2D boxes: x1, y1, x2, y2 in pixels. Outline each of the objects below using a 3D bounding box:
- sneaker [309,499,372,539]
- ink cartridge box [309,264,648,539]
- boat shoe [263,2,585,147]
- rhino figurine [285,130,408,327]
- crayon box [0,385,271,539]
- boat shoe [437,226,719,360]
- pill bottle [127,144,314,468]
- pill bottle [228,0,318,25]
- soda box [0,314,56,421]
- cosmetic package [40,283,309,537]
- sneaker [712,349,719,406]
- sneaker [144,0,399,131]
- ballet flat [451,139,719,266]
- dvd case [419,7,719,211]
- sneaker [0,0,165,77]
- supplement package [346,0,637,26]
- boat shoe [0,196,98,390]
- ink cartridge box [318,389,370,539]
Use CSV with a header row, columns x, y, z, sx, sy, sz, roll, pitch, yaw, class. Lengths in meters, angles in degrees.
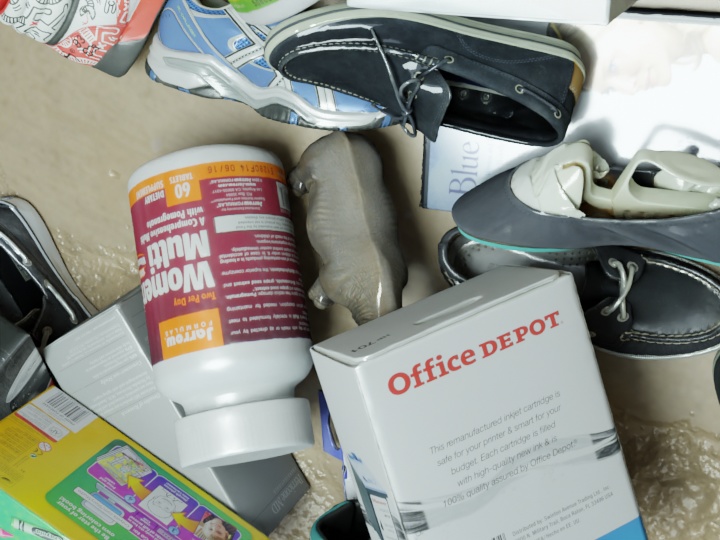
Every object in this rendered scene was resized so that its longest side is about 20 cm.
x,y,z,sx,sy,sz,roll,pitch,yaw,class
-0.013,0.200,0.884,0.080,0.072,0.200,39,122,-12,sneaker
0.074,0.115,0.777,0.146,0.086,0.201,-21,100,-18,ink cartridge box
0.039,-0.115,0.796,0.198,0.075,0.063,9,69,-5,boat shoe
0.000,0.000,0.850,0.088,0.059,0.201,121,138,-62,rhino figurine
-0.168,0.172,0.867,0.199,0.119,0.058,34,116,9,crayon box
0.145,0.008,0.844,0.199,0.060,0.074,17,86,15,boat shoe
-0.091,0.026,0.881,0.109,0.109,0.202,-14,78,23,pill bottle
-0.079,-0.256,0.773,0.110,0.111,0.200,-24,119,24,pill bottle
-0.265,0.094,0.954,0.063,0.071,0.200,33,158,14,soda box
-0.132,0.111,0.958,0.090,0.107,0.201,-30,96,25,cosmetic package
0.279,0.143,0.820,0.075,0.106,0.201,-33,93,25,sneaker
-0.050,-0.142,0.867,0.199,0.076,0.078,16,106,13,sneaker
0.155,-0.048,0.805,0.198,0.073,0.074,7,108,12,ballet flat
0.137,-0.099,0.846,0.198,0.018,0.144,8,109,18,dvd case
-0.166,-0.231,0.863,0.107,0.067,0.202,20,117,-25,sneaker
0.087,-0.253,0.744,0.149,0.152,0.202,8,108,16,supplement package
-0.240,0.039,0.994,0.071,0.068,0.201,-25,96,24,boat shoe
0.059,0.116,0.906,0.198,0.076,0.138,0,107,17,ink cartridge box
